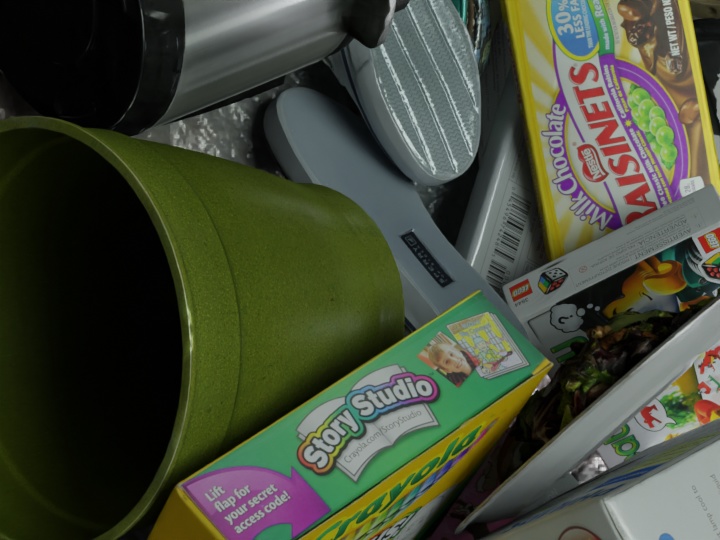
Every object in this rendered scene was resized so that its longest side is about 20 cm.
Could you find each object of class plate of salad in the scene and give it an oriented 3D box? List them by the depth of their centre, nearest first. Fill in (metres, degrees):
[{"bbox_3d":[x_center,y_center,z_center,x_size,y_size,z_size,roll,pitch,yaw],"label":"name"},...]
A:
[{"bbox_3d":[0.116,0.060,1.187,0.200,0.200,0.048,-35,80,-34],"label":"plate of salad"}]

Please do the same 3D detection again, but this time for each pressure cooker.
[{"bbox_3d":[-0.076,-0.169,1.154,0.200,0.179,0.176,-27,99,-35],"label":"pressure cooker"}]

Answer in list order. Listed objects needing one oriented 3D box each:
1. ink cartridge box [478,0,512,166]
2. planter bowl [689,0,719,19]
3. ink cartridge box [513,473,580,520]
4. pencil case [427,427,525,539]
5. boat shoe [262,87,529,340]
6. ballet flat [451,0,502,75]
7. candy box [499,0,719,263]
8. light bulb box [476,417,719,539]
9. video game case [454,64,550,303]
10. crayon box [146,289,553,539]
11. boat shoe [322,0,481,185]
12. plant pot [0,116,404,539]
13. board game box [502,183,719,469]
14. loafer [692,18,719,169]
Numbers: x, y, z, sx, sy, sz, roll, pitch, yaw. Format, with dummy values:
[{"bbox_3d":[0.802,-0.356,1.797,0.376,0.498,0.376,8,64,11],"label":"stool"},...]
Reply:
[{"bbox_3d":[0.148,-0.063,1.401,0.176,0.045,0.200,-2,88,-36],"label":"ink cartridge box"},{"bbox_3d":[0.223,-0.226,1.364,0.135,0.200,0.200,-47,114,-37],"label":"planter bowl"},{"bbox_3d":[0.103,0.233,1.267,0.174,0.044,0.200,47,55,-10],"label":"ink cartridge box"},{"bbox_3d":[0.029,0.174,1.268,0.086,0.083,0.200,19,72,2],"label":"pencil case"},{"bbox_3d":[0.003,-0.001,1.266,0.202,0.086,0.075,50,39,11],"label":"boat shoe"},{"bbox_3d":[0.053,-0.169,1.323,0.074,0.074,0.200,2,87,-37],"label":"ballet flat"},{"bbox_3d":[0.139,-0.087,1.297,0.102,0.026,0.200,-11,92,1],"label":"candy box"},{"bbox_3d":[0.159,0.153,1.181,0.200,0.198,0.125,-23,84,-36],"label":"light bulb box"},{"bbox_3d":[0.143,-0.034,1.354,0.182,0.022,0.200,28,70,-30],"label":"video game case"},{"bbox_3d":[-0.020,0.115,1.118,0.200,0.173,0.058,-32,73,-36],"label":"crayon box"},{"bbox_3d":[0.006,-0.138,1.273,0.074,0.067,0.200,-16,88,-34],"label":"boat shoe"},{"bbox_3d":[-0.086,0.024,1.139,0.193,0.200,0.201,-6,90,-50],"label":"plant pot"},{"bbox_3d":[0.177,0.054,1.306,0.200,0.126,0.035,55,14,-38],"label":"board game box"},{"bbox_3d":[0.199,-0.043,1.348,0.070,0.068,0.201,-9,95,-1],"label":"loafer"}]
